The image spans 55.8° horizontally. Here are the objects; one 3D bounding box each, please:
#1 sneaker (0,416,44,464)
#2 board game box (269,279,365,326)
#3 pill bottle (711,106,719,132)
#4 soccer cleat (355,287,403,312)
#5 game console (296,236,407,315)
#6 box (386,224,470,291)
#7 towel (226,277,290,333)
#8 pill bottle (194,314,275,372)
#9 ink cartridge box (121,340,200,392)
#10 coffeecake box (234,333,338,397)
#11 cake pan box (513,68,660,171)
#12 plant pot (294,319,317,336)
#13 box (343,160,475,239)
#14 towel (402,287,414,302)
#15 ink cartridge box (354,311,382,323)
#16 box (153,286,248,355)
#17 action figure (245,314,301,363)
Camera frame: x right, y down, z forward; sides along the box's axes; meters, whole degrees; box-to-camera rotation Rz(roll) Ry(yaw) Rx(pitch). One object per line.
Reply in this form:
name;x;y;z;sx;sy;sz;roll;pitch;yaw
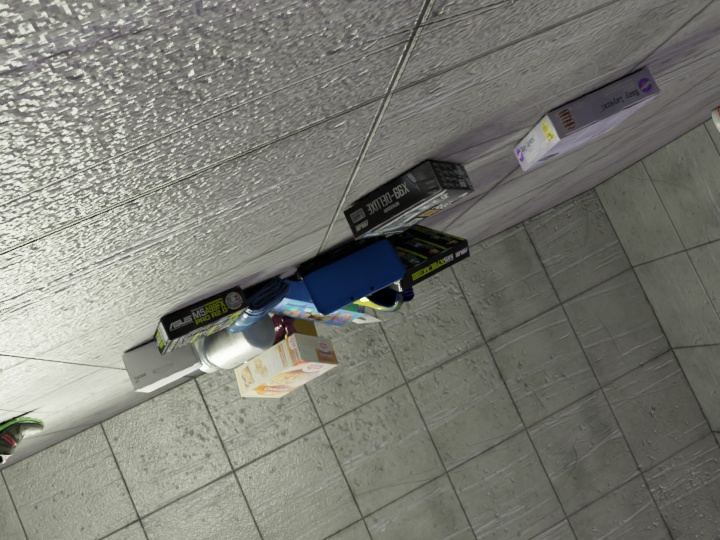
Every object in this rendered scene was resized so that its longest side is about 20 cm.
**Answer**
sneaker;-0.824;0.399;1.567;0.076;0.085;0.199;-28;175;38
board game box;-0.105;0.077;1.552;0.197;0.046;0.152;13;160;-20
pill bottle;1.413;-0.588;2.500;0.199;0.114;0.111;-30;173;42
soccer cleat;-0.004;0.042;1.453;0.196;0.066;0.084;12;167;4
game console;-0.022;0.010;1.412;0.197;0.120;0.171;-24;175;-9
box;0.105;-0.033;1.490;0.191;0.048;0.199;-24;-155;-26
towel;-0.219;0.080;1.433;0.111;0.049;0.200;-37;-179;-28
pill bottle;-0.307;0.169;1.622;0.198;0.116;0.114;-28;174;31
ink cartridge box;-0.432;0.201;1.504;0.143;0.085;0.200;-24;175;-14
coffeecake box;-0.178;0.234;1.649;0.198;0.074;0.153;-32;154;24
cake pan box;0.375;-0.249;1.141;0.197;0.053;0.184;-25;177;-5
plant pot;-0.257;0.264;2.369;0.192;0.203;0.195;-28;175;28
box;0.083;-0.111;1.079;0.156;0.050;0.199;-28;174;23
towel;0.026;0.033;1.733;0.197;0.050;0.147;20;-164;28
ink cartridge box;-0.047;0.081;1.726;0.174;0.045;0.200;22;167;-15
box;-0.312;0.101;1.314;0.158;0.045;0.200;-24;175;-24
action figure;-0.206;0.129;1.689;0.147;0.135;0.201;1;142;-36
